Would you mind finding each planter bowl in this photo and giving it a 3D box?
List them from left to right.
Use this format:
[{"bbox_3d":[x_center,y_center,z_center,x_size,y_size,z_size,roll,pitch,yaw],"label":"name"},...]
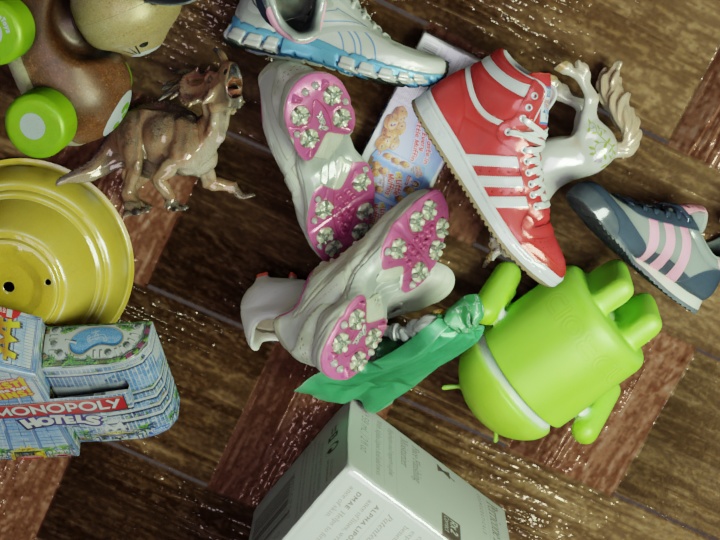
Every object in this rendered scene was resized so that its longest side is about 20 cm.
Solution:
[{"bbox_3d":[-0.313,0.004,1.350,0.200,0.083,0.201,0,108,1],"label":"planter bowl"}]

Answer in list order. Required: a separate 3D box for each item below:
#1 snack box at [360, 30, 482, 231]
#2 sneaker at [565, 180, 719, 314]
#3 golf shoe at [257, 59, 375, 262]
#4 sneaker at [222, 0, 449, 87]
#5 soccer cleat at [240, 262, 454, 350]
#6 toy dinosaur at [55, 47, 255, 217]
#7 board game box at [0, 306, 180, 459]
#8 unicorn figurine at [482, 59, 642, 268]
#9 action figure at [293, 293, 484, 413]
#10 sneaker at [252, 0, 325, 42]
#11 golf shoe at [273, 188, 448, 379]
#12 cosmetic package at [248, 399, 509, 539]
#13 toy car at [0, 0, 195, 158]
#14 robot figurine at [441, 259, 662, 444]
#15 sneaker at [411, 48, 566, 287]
[{"bbox_3d":[0.043,-0.112,1.334,0.072,0.024,0.200,26,106,-7],"label":"snack box"},{"bbox_3d":[0.260,-0.040,1.308,0.082,0.070,0.200,-50,130,6],"label":"sneaker"},{"bbox_3d":[-0.041,-0.100,1.296,0.075,0.092,0.200,-27,131,-22],"label":"golf shoe"},{"bbox_3d":[-0.016,-0.213,1.274,0.200,0.075,0.087,16,92,5],"label":"sneaker"},{"bbox_3d":[-0.011,0.035,1.348,0.200,0.078,0.069,-8,140,8],"label":"soccer cleat"},{"bbox_3d":[-0.175,-0.122,1.312,0.200,0.086,0.136,-5,98,20],"label":"toy dinosaur"},{"bbox_3d":[-0.279,0.100,1.334,0.200,0.062,0.200,-4,148,3],"label":"board game box"},{"bbox_3d":[0.157,-0.097,1.307,0.200,0.074,0.138,-25,91,22],"label":"unicorn figurine"},{"bbox_3d":[0.043,0.070,1.323,0.200,0.118,0.055,-32,62,43],"label":"action figure"},{"bbox_3d":[-0.050,-0.274,1.161,0.070,0.082,0.200,-15,133,-14],"label":"sneaker"},{"bbox_3d":[0.000,0.000,1.282,0.200,0.091,0.075,-52,136,-25],"label":"golf shoe"},{"bbox_3d":[0.017,0.262,1.381,0.200,0.165,0.165,37,105,-11],"label":"cosmetic package"},{"bbox_3d":[-0.195,-0.201,1.221,0.200,0.164,0.158,-17,107,18],"label":"toy car"},{"bbox_3d":[0.175,0.075,1.341,0.200,0.116,0.176,-38,105,15],"label":"robot figurine"},{"bbox_3d":[0.141,-0.092,1.243,0.112,0.071,0.200,-35,88,15],"label":"sneaker"}]
